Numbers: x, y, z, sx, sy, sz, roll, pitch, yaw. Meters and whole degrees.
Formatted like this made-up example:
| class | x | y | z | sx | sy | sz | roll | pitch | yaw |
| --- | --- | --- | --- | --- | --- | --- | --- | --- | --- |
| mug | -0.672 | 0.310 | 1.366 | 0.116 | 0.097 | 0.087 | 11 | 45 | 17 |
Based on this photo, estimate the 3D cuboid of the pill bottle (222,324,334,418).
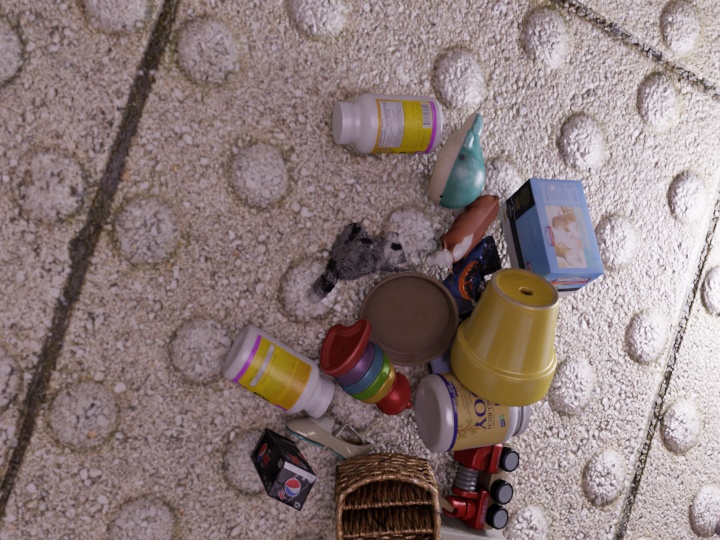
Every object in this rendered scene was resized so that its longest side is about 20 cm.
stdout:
| class | x | y | z | sx | sy | sz | roll | pitch | yaw |
| --- | --- | --- | --- | --- | --- | --- | --- | --- | --- |
| pill bottle | -0.146 | 0.192 | 1.219 | 0.197 | 0.104 | 0.106 | 33 | 83 | -17 |

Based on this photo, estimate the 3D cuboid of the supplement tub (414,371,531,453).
| class | x | y | z | sx | sy | sz | roll | pitch | yaw |
| --- | --- | --- | --- | --- | --- | --- | --- | --- | --- |
| supplement tub | 0.217 | 0.269 | 1.298 | 0.194 | 0.145 | 0.151 | -3 | 94 | -20 |

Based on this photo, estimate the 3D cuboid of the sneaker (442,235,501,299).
| class | x | y | z | sx | sy | sz | roll | pitch | yaw |
| --- | --- | --- | --- | --- | --- | --- | --- | --- | --- |
| sneaker | 0.221 | -0.010 | 1.327 | 0.199 | 0.077 | 0.077 | -39 | 115 | -47 |

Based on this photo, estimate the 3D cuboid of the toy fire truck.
| class | x | y | z | sx | sy | sz | roll | pitch | yaw |
| --- | --- | --- | --- | --- | --- | --- | --- | --- | --- |
| toy fire truck | 0.200 | 0.420 | 1.355 | 0.195 | 0.128 | 0.182 | 13 | 89 | -29 |

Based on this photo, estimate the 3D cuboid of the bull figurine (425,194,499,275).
| class | x | y | z | sx | sy | sz | roll | pitch | yaw |
| --- | --- | --- | --- | --- | --- | --- | --- | --- | --- |
| bull figurine | 0.197 | -0.070 | 1.312 | 0.200 | 0.121 | 0.065 | -45 | 104 | -11 |

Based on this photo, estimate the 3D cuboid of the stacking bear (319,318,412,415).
| class | x | y | z | sx | sy | sz | roll | pitch | yaw |
| --- | --- | --- | --- | --- | --- | --- | --- | --- | --- |
| stacking bear | 0.023 | 0.202 | 1.277 | 0.200 | 0.120 | 0.116 | 44 | 53 | -28 |

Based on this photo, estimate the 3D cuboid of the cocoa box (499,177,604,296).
| class | x | y | z | sx | sy | sz | roll | pitch | yaw |
| --- | --- | --- | --- | --- | --- | --- | --- | --- | --- |
| cocoa box | 0.377 | -0.064 | 1.332 | 0.129 | 0.131 | 0.206 | 0 | 68 | -19 |

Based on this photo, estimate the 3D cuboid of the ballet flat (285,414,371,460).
| class | x | y | z | sx | sy | sz | roll | pitch | yaw |
| --- | --- | --- | --- | --- | --- | --- | --- | --- | --- |
| ballet flat | -0.056 | 0.314 | 1.279 | 0.198 | 0.069 | 0.071 | 35 | 82 | -26 |

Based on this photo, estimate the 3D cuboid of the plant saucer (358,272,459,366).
| class | x | y | z | sx | sy | sz | roll | pitch | yaw |
| --- | --- | --- | --- | --- | --- | --- | --- | --- | --- |
| plant saucer | 0.094 | 0.093 | 1.295 | 0.193 | 0.030 | 0.206 | 1 | 114 | 2 |

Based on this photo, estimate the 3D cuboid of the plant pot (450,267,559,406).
| class | x | y | z | sx | sy | sz | roll | pitch | yaw |
| --- | --- | --- | --- | --- | --- | --- | --- | --- | --- |
| plant pot | 0.281 | 0.112 | 1.234 | 0.194 | 0.202 | 0.194 | 0 | 123 | -18 |

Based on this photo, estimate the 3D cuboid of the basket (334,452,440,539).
| class | x | y | z | sx | sy | sz | roll | pitch | yaw |
| --- | --- | --- | --- | --- | --- | --- | --- | --- | --- |
| basket | 0.049 | 0.440 | 1.236 | 0.193 | 0.151 | 0.147 | 0 | 122 | -4 |

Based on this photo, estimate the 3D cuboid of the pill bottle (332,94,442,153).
| class | x | y | z | sx | sy | sz | roll | pitch | yaw |
| --- | --- | --- | --- | --- | --- | --- | --- | --- | --- |
| pill bottle | 0.049 | -0.275 | 1.251 | 0.193 | 0.104 | 0.108 | -2 | 94 | -18 |

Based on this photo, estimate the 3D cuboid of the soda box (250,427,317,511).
| class | x | y | z | sx | sy | sz | roll | pitch | yaw |
| --- | --- | --- | --- | --- | --- | --- | --- | --- | --- |
| soda box | -0.139 | 0.347 | 1.180 | 0.070 | 0.199 | 0.065 | 30 | 85 | -17 |

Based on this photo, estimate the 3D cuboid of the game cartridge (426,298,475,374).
| class | x | y | z | sx | sy | sz | roll | pitch | yaw |
| --- | --- | --- | --- | --- | --- | --- | --- | --- | --- |
| game cartridge | 0.192 | 0.156 | 1.371 | 0.126 | 0.038 | 0.206 | -16 | 98 | -13 |

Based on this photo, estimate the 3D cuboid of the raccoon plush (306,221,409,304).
| class | x | y | z | sx | sy | sz | roll | pitch | yaw |
| --- | --- | --- | --- | --- | --- | --- | --- | --- | --- |
| raccoon plush | 0.000 | 0.000 | 1.289 | 0.133 | 0.098 | 0.200 | 33 | 112 | -30 |

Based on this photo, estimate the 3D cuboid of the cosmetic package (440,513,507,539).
| class | x | y | z | sx | sy | sz | roll | pitch | yaw |
| --- | --- | --- | --- | --- | --- | --- | --- | --- | --- |
| cosmetic package | 0.188 | 0.559 | 1.357 | 0.194 | 0.103 | 0.090 | 14 | 91 | -17 |

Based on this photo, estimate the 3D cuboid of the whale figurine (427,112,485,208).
| class | x | y | z | sx | sy | sz | roll | pitch | yaw |
| --- | --- | --- | --- | --- | --- | --- | --- | --- | --- |
| whale figurine | 0.204 | -0.209 | 1.291 | 0.101 | 0.161 | 0.203 | 25 | 59 | 8 |

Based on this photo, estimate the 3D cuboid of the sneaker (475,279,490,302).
| class | x | y | z | sx | sy | sz | roll | pitch | yaw |
| --- | --- | --- | --- | --- | --- | --- | --- | --- | --- |
| sneaker | 0.315 | 0.088 | 1.368 | 0.195 | 0.080 | 0.089 | 21 | 59 | -18 |
